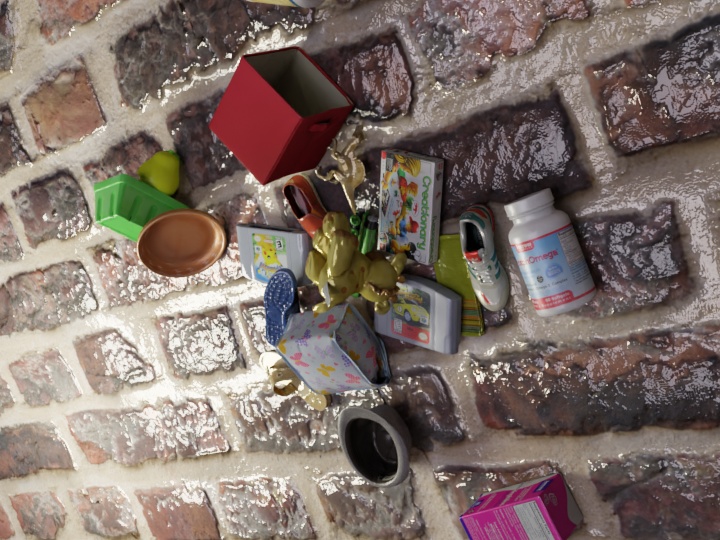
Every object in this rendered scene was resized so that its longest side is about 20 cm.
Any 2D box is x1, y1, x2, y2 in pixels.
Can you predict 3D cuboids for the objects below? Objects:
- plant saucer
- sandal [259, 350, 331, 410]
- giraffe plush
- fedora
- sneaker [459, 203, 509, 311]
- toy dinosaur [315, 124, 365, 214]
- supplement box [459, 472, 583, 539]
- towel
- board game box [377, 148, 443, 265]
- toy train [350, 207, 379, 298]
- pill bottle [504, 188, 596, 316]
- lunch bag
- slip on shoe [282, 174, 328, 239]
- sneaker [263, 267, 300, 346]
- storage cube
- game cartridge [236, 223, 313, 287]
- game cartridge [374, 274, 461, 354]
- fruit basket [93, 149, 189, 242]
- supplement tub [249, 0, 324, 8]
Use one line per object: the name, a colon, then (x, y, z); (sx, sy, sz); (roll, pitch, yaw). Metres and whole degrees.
plant saucer: (-0.403, -0.067, 1.978); (0.200, 0.199, 0.038); (-59, 37, 34)
sandal: (-0.166, 0.253, 1.975); (0.211, 0.070, 0.078); (31, 122, 24)
giraffe plush: (0.000, 0.000, 1.680); (0.173, 0.161, 0.201); (124, 147, -47)
fedora: (0.044, 0.353, 1.843); (0.176, 0.090, 0.201); (0, 112, 38)
sneaker: (0.213, -0.015, 1.580); (0.070, 0.093, 0.201); (-7, 101, 28)
toy dinosaur: (-0.032, -0.186, 1.728); (0.101, 0.058, 0.201); (14, 114, 31)
supplement box: (0.307, 0.475, 1.686); (0.200, 0.101, 0.104); (-27, 89, 39)
towel: (0.181, 0.030, 1.673); (0.086, 0.018, 0.201); (-3, 104, 36)
board game box: (0.093, -0.121, 1.666); (0.126, 0.035, 0.201); (18, 116, 37)
toy train: (-0.003, -0.032, 1.765); (0.056, 0.042, 0.201); (20, 123, 14)
pill bottle: (0.317, -0.032, 1.492); (0.108, 0.109, 0.201); (-20, 94, 39)
lunch bag: (-0.049, 0.174, 1.824); (0.169, 0.127, 0.200); (-13, 126, 36)
slip on shoe: (-0.097, -0.104, 1.804); (0.074, 0.061, 0.201); (-30, 88, 37)
sneaker: (-0.164, 0.068, 1.889); (0.070, 0.078, 0.201); (19, 125, 10)
storage cube: (-0.155, -0.302, 1.705); (0.200, 0.171, 0.180); (46, 128, 13)
game cartridge: (-0.186, -0.030, 1.913); (0.199, 0.040, 0.134); (8, 114, 34)
game cartridge: (0.107, 0.078, 1.724); (0.199, 0.041, 0.134); (14, 110, 38)
fruit basket: (-0.487, -0.177, 2.009); (0.155, 0.215, 0.217); (-11, 100, 41)
supplement tub: (-0.158, -0.568, 1.627); (0.199, 0.144, 0.145); (17, 115, 31)
